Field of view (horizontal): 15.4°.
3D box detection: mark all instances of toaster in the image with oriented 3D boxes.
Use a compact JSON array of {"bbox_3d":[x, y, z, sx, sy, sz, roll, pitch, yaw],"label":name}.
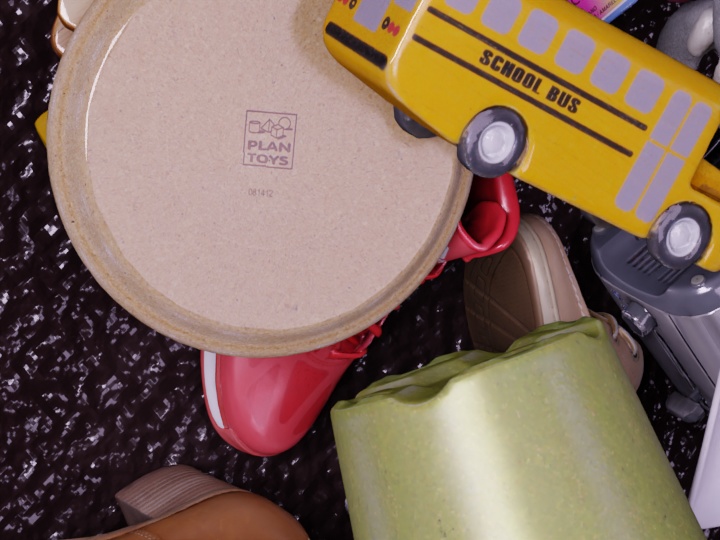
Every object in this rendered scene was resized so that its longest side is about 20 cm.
[{"bbox_3d":[0.219,-0.012,1.347,0.200,0.113,0.130,-42,128,-15],"label":"toaster"}]

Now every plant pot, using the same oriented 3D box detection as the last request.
[{"bbox_3d":[0.074,0.127,1.195,0.199,0.200,0.186,-19,91,-28],"label":"plant pot"}]

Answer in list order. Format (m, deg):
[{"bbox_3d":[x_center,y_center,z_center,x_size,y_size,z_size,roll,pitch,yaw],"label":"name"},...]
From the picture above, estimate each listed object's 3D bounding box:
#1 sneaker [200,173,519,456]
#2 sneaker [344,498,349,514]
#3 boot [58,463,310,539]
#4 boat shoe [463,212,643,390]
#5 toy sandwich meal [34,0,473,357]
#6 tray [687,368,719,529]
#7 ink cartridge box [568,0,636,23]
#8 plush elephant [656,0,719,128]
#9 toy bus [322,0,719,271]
[{"bbox_3d":[0.000,0.000,1.194,0.078,0.115,0.202,13,98,-37],"label":"sneaker"},{"bbox_3d":[0.073,0.162,1.323,0.082,0.075,0.201,-39,123,-16],"label":"sneaker"},{"bbox_3d":[-0.101,0.171,1.156,0.199,0.155,0.077,-30,121,-23],"label":"boot"},{"bbox_3d":[0.102,0.047,1.311,0.064,0.071,0.201,-30,130,-20],"label":"boat shoe"},{"bbox_3d":[-0.048,-0.063,1.132,0.203,0.070,0.207,-2,98,-12],"label":"toy sandwich meal"},{"bbox_3d":[0.242,0.066,1.315,0.199,0.022,0.108,-5,116,-32],"label":"tray"},{"bbox_3d":[0.021,-0.187,1.133,0.076,0.136,0.201,-41,124,-17],"label":"ink cartridge box"},{"bbox_3d":[0.171,-0.147,1.206,0.164,0.199,0.156,-16,100,-37],"label":"plush elephant"},{"bbox_3d":[0.080,-0.069,1.093,0.199,0.065,0.079,24,97,-33],"label":"toy bus"}]
